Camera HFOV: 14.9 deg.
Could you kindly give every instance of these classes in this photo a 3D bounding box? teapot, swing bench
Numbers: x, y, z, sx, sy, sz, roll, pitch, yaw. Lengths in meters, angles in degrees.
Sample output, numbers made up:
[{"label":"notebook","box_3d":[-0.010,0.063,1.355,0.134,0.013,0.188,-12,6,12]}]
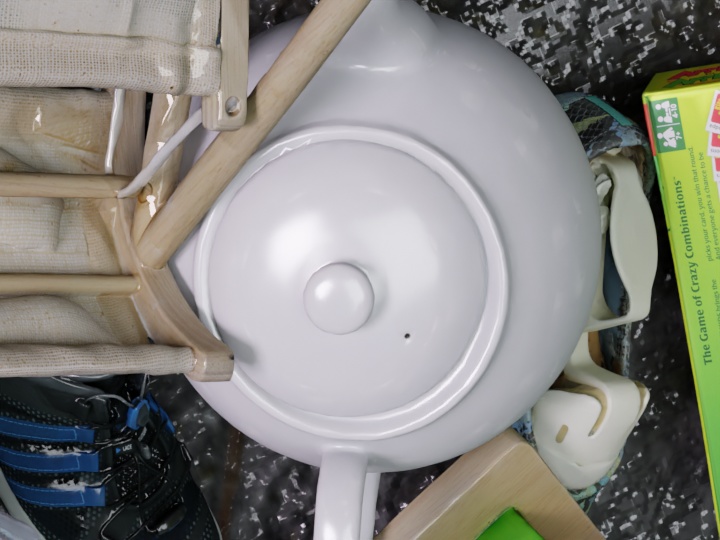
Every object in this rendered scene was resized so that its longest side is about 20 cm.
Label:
[{"label":"teapot","box_3d":[0.000,0.000,1.056,0.197,0.146,0.200,-40,97,15]},{"label":"swing bench","box_3d":[-0.123,-0.069,0.940,0.198,0.130,0.201,1,125,-38]}]

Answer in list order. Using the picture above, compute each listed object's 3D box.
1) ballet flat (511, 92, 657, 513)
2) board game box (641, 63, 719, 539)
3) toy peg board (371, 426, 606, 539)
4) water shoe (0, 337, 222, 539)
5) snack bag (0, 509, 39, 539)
[{"label":"ballet flat","box_3d":[0.091,0.028,1.151,0.074,0.074,0.201,-3,103,-16]},{"label":"board game box","box_3d":[0.185,0.012,1.139,0.101,0.048,0.201,-8,102,16]},{"label":"toy peg board","box_3d":[0.055,0.208,1.137,0.200,0.098,0.199,-42,128,-4]},{"label":"water shoe","box_3d":[-0.112,0.056,1.086,0.200,0.079,0.072,53,56,-19]},{"label":"snack bag","box_3d":[-0.192,0.061,1.008,0.188,0.200,0.021,34,83,-18]}]
